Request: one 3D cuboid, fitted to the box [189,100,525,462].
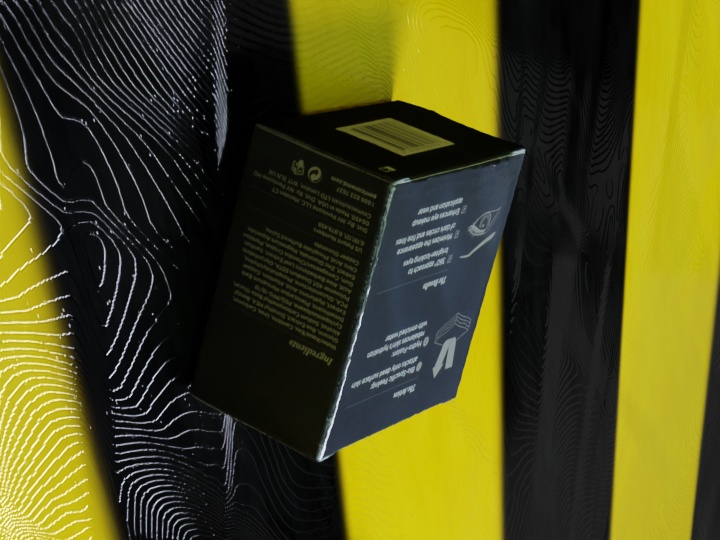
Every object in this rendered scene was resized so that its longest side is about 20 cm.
[{"bbox_3d":[0.000,0.000,1.335,0.196,0.117,0.201,-17,125,-58],"label":"box"}]
